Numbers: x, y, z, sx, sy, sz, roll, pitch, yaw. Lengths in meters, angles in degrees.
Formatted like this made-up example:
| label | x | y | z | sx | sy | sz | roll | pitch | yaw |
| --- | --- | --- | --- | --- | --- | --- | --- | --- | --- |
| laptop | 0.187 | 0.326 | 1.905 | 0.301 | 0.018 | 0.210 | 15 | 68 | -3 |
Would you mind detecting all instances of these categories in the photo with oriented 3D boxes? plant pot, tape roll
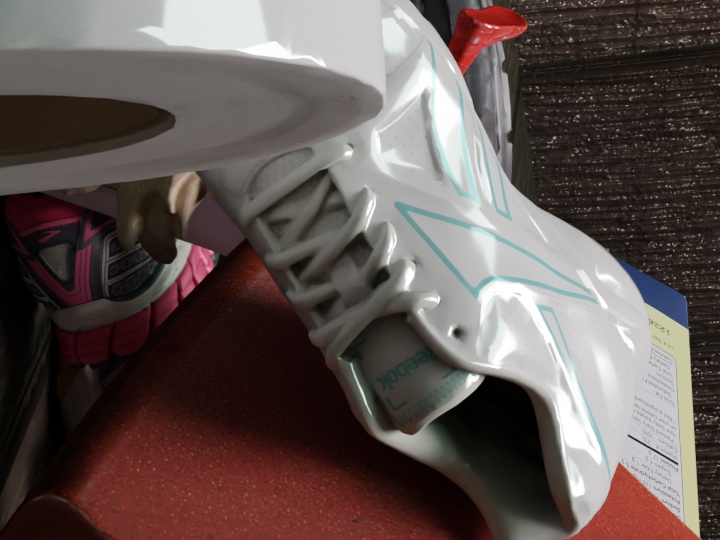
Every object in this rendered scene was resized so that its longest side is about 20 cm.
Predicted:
| label | x | y | z | sx | sy | sz | roll | pitch | yaw |
| --- | --- | --- | --- | --- | --- | --- | --- | --- | --- |
| plant pot | -0.032 | 0.127 | 0.802 | 0.200 | 0.200 | 0.176 | 43 | 24 | 10 |
| tape roll | -0.095 | -0.062 | 0.617 | 0.202 | 0.201 | 0.071 | 24 | 60 | -80 |

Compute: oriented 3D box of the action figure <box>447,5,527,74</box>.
| label | x | y | z | sx | sy | sz | roll | pitch | yaw |
| --- | --- | --- | --- | --- | --- | --- | --- | --- | --- |
| action figure | 0.000 | 0.000 | 0.909 | 0.099 | 0.065 | 0.201 | -20 | 135 | -64 |

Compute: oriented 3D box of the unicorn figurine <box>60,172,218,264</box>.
| label | x | y | z | sx | sy | sz | roll | pitch | yaw |
| --- | --- | --- | --- | --- | --- | --- | --- | --- | --- |
| unicorn figurine | -0.095 | -0.102 | 0.822 | 0.200 | 0.137 | 0.074 | 37 | 27 | -26 |

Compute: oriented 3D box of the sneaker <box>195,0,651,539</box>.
| label | x | y | z | sx | sy | sz | roll | pitch | yaw |
| --- | --- | --- | --- | --- | --- | --- | --- | --- | --- |
| sneaker | 0.008 | -0.007 | 0.746 | 0.200 | 0.070 | 0.081 | 44 | 35 | -25 |

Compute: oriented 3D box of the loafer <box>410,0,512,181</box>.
| label | x | y | z | sx | sy | sz | roll | pitch | yaw |
| --- | --- | --- | --- | --- | --- | --- | --- | --- | --- |
| loafer | 0.012 | -0.019 | 0.975 | 0.068 | 0.070 | 0.202 | -147 | -125 | -71 |

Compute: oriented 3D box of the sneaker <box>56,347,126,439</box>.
| label | x | y | z | sx | sy | sz | roll | pitch | yaw |
| --- | --- | --- | --- | --- | --- | --- | --- | --- | --- |
| sneaker | -0.068 | 0.070 | 1.074 | 0.076 | 0.087 | 0.201 | 72 | 15 | -50 |

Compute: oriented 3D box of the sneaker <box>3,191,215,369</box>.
| label | x | y | z | sx | sy | sz | roll | pitch | yaw |
| --- | --- | --- | --- | --- | --- | --- | --- | --- | --- |
| sneaker | -0.085 | -0.057 | 1.067 | 0.201 | 0.080 | 0.075 | -87 | 156 | -50 |

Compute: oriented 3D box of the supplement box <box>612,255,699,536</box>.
| label | x | y | z | sx | sy | sz | roll | pitch | yaw |
| --- | --- | --- | --- | --- | --- | --- | --- | --- | --- |
| supplement box | 0.029 | 0.109 | 1.203 | 0.134 | 0.200 | 0.201 | 27 | 43 | -26 |

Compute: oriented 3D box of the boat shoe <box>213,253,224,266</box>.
| label | x | y | z | sx | sy | sz | roll | pitch | yaw |
| --- | --- | --- | --- | --- | --- | --- | --- | --- | --- |
| boat shoe | -0.057 | 0.039 | 1.185 | 0.074 | 0.063 | 0.202 | 45 | 35 | -41 |

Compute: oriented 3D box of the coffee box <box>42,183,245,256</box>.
| label | x | y | z | sx | sy | sz | roll | pitch | yaw |
| --- | --- | --- | --- | --- | --- | --- | --- | --- | --- |
| coffee box | -0.055 | -0.105 | 0.923 | 0.201 | 0.112 | 0.080 | 110 | -1 | -51 |
